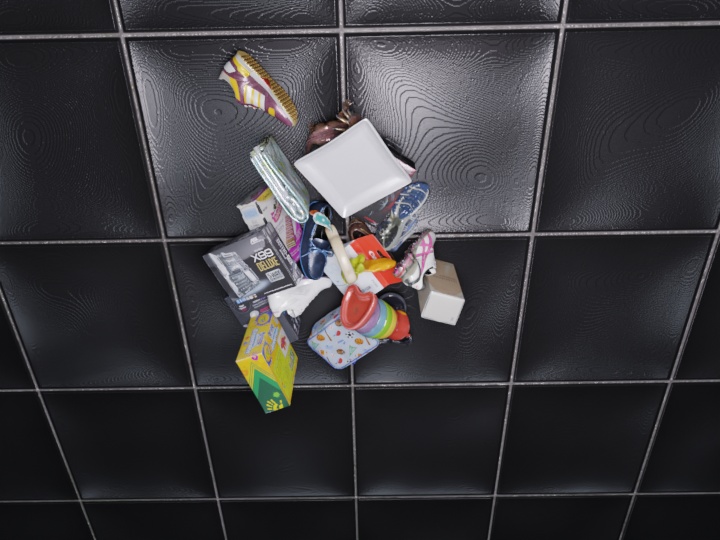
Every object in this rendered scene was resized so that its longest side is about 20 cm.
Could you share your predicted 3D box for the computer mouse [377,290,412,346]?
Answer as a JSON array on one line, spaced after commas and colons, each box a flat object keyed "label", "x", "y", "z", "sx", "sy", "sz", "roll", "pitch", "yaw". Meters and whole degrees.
[{"label": "computer mouse", "x": 0.083, "y": 0.130, "z": 1.453, "sx": 0.137, "sy": 0.053, "sz": 0.201, "roll": 0, "pitch": 127, "yaw": 2}]

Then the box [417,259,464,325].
[{"label": "box", "x": 0.203, "y": 0.049, "z": 1.324, "sx": 0.094, "sy": 0.200, "sz": 0.078, "roll": 14, "pitch": 116, "yaw": -7}]

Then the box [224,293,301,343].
[{"label": "box", "x": -0.265, "y": 0.110, "z": 1.408, "sx": 0.122, "sy": 0.106, "sz": 0.201, "roll": -24, "pitch": 114, "yaw": 9}]

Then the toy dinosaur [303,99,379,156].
[{"label": "toy dinosaur", "x": -0.064, "y": -0.320, "z": 1.177, "sx": 0.199, "sy": 0.136, "sz": 0.086, "roll": -23, "pitch": 114, "yaw": 12}]

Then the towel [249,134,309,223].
[{"label": "towel", "x": -0.182, "y": -0.220, "z": 1.207, "sx": 0.048, "sy": 0.171, "sz": 0.201, "roll": -28, "pitch": 113, "yaw": 11}]

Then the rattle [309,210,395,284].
[{"label": "rattle", "x": -0.020, "y": -0.077, "z": 1.230, "sx": 0.142, "sy": 0.130, "sz": 0.201, "roll": -21, "pitch": 89, "yaw": 14}]

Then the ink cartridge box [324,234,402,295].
[{"label": "ink cartridge box", "x": 0.000, "y": 0.000, "z": 1.334, "sx": 0.199, "sy": 0.047, "sz": 0.160, "roll": -16, "pitch": 120, "yaw": 46}]

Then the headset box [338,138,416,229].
[{"label": "headset box", "x": 0.032, "y": -0.228, "z": 1.256, "sx": 0.148, "sy": 0.077, "sz": 0.200, "roll": 29, "pitch": 115, "yaw": -13}]

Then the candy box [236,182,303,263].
[{"label": "candy box", "x": -0.212, "y": -0.110, "z": 1.277, "sx": 0.061, "sy": 0.137, "sz": 0.201, "roll": -12, "pitch": 118, "yaw": 25}]

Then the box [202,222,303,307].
[{"label": "box", "x": -0.261, "y": -0.011, "z": 1.240, "sx": 0.199, "sy": 0.050, "sz": 0.158, "roll": -18, "pitch": 114, "yaw": 26}]

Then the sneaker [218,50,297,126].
[{"label": "sneaker", "x": -0.234, "y": -0.401, "z": 1.178, "sx": 0.090, "sy": 0.075, "sz": 0.200, "roll": -35, "pitch": 105, "yaw": 25}]

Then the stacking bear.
[{"label": "stacking bear", "x": 0.053, "y": 0.129, "z": 1.346, "sx": 0.199, "sy": 0.121, "sz": 0.114, "roll": 25, "pitch": 88, "yaw": -39}]

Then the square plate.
[{"label": "square plate", "x": -0.015, "y": -0.230, "z": 1.164, "sx": 0.199, "sy": 0.029, "sz": 0.198, "roll": -25, "pitch": 132, "yaw": 23}]

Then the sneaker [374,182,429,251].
[{"label": "sneaker", "x": 0.113, "y": -0.135, "z": 1.310, "sx": 0.201, "sy": 0.077, "sz": 0.085, "roll": -54, "pitch": 148, "yaw": 4}]

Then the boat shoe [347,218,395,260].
[{"label": "boat shoe", "x": 0.032, "y": -0.045, "z": 1.351, "sx": 0.070, "sy": 0.070, "sz": 0.200, "roll": -37, "pitch": 113, "yaw": 12}]

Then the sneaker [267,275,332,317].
[{"label": "sneaker", "x": -0.161, "y": 0.067, "z": 1.364, "sx": 0.199, "sy": 0.075, "sz": 0.100, "roll": -15, "pitch": 98, "yaw": -35}]

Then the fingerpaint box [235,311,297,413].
[{"label": "fingerpaint box", "x": -0.233, "y": 0.227, "z": 1.294, "sx": 0.073, "sy": 0.200, "sz": 0.168, "roll": -19, "pitch": 115, "yaw": 8}]

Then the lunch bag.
[{"label": "lunch bag", "x": -0.045, "y": 0.191, "z": 1.445, "sx": 0.160, "sy": 0.076, "sz": 0.200, "roll": 42, "pitch": 124, "yaw": -17}]

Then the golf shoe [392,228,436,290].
[{"label": "golf shoe", "x": 0.155, "y": -0.027, "z": 1.295, "sx": 0.092, "sy": 0.200, "sz": 0.073, "roll": 38, "pitch": 139, "yaw": -4}]

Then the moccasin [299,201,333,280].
[{"label": "moccasin", "x": -0.111, "y": -0.075, "z": 1.291, "sx": 0.080, "sy": 0.068, "sz": 0.202, "roll": -4, "pitch": 96, "yaw": -43}]
